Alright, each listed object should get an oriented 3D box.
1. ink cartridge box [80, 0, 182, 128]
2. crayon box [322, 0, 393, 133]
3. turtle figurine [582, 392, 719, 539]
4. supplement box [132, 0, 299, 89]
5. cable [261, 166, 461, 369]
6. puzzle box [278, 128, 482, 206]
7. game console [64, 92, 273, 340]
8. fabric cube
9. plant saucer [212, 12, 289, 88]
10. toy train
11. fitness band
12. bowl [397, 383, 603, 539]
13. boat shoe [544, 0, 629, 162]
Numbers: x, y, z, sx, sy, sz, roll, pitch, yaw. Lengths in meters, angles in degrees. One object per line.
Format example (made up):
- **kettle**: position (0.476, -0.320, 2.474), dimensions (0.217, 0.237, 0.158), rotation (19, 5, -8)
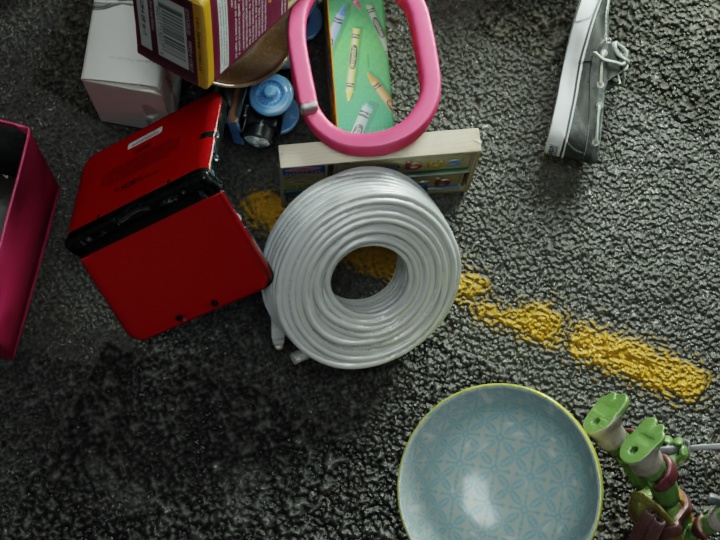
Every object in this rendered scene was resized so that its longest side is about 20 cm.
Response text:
- **ink cartridge box**: position (-0.221, -0.258, 1.655), dimensions (0.084, 0.146, 0.200), rotation (7, 77, 1)
- **crayon box**: position (-0.004, -0.212, 1.668), dimensions (0.058, 0.119, 0.200), rotation (-4, 78, -3)
- **turtle figurine**: position (0.318, 0.189, 1.576), dimensions (0.200, 0.194, 0.144), rotation (-25, 36, 23)
- **supplement box**: position (-0.117, -0.279, 1.508), dimensions (0.086, 0.110, 0.200), rotation (30, 57, 18)
- **cable**: position (0.000, 0.000, 1.602), dimensions (0.200, 0.069, 0.200), rotation (-16, 119, -9)
- **puzzle box**: position (0.017, -0.102, 1.638), dimensions (0.200, 0.133, 0.025), rotation (-5, 75, -3)
- **game console**: position (-0.184, -0.053, 1.622), dimensions (0.200, 0.119, 0.172), rotation (-22, 46, 33)
- **fabric cube**: position (-0.420, -0.040, 1.574), dimensions (0.200, 0.199, 0.196), rotation (12, 79, 0)
- **plant saucer**: position (-0.144, -0.275, 1.593), dimensions (0.200, 0.037, 0.201), rotation (6, 80, -38)
- **toy train**: position (-0.109, -0.227, 1.687), dimensions (0.114, 0.087, 0.200), rotation (12, 77, 7)
- **fitness band**: position (0.003, -0.209, 1.583), dimensions (0.143, 0.037, 0.200), rotation (-8, 74, -4)
- **bowl**: position (0.145, 0.210, 1.580), dimensions (0.200, 0.108, 0.200), rotation (-1, 85, 17)
- **boat shoe**: position (0.245, -0.211, 1.700), dimensions (0.068, 0.074, 0.200), rotation (13, 78, 5)
